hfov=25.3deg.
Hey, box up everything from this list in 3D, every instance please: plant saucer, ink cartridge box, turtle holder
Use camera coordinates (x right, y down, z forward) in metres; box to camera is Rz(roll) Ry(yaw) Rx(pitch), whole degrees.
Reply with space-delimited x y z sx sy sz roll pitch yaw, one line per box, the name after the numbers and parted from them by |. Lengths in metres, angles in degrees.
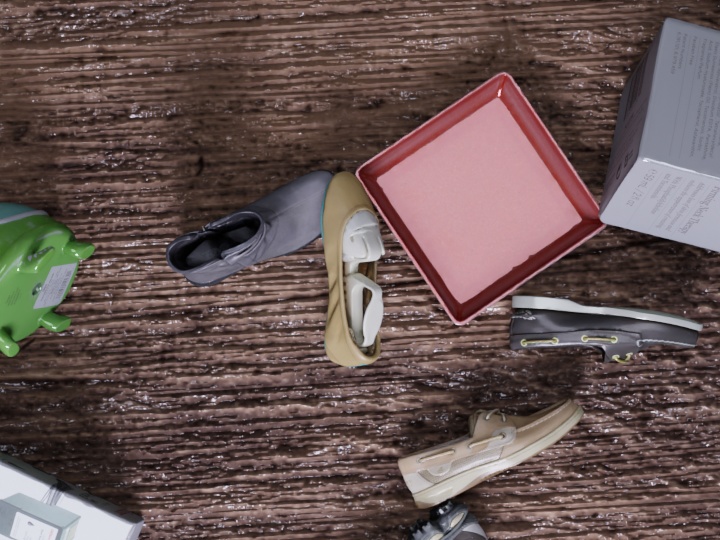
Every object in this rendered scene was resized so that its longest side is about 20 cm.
0.127 -0.076 1.702 0.199 0.037 0.200 -34 87 -5 | plant saucer
-0.322 0.245 1.593 0.199 0.146 0.084 25 82 -1 | ink cartridge box
-0.372 0.005 1.605 0.131 0.141 0.185 31 45 17 | turtle holder

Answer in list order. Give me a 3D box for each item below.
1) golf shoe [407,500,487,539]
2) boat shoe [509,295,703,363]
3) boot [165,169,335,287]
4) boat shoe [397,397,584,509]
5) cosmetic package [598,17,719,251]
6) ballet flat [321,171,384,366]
0.049 0.326 1.638 0.200 0.078 0.095 -38 93 -1 | golf shoe
0.256 0.066 1.680 0.200 0.072 0.061 7 88 5 | boat shoe
-0.101 -0.043 1.639 0.199 0.132 0.070 -34 86 -5 | boot
0.136 0.175 1.660 0.199 0.071 0.065 -27 87 -4 | boat shoe
0.370 -0.128 1.638 0.199 0.167 0.167 14 69 -1 | cosmetic package
0.000 0.000 1.650 0.068 0.063 0.201 -9 103 -42 | ballet flat
